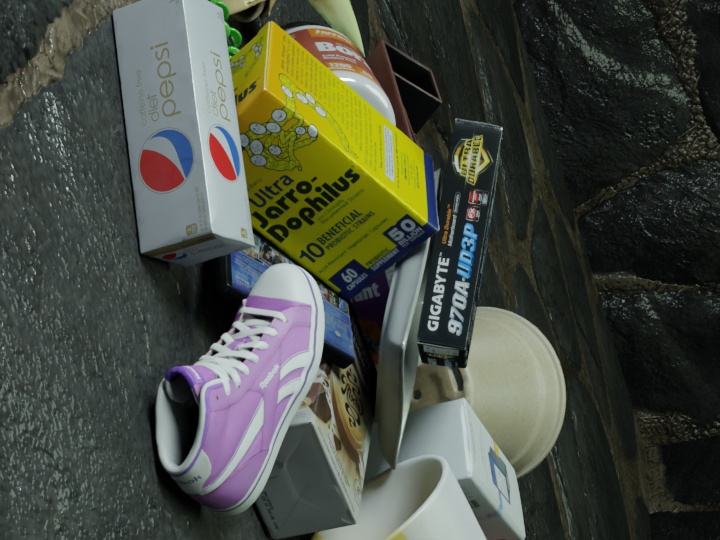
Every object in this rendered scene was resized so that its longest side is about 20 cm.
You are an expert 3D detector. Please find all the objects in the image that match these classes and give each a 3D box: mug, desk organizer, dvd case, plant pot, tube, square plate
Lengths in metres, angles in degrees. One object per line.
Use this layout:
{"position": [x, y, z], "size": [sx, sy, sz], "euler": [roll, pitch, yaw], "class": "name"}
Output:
{"position": [0.040, 0.278, 1.383], "size": [0.153, 0.186, 0.149], "euler": [55, 1, -13], "class": "mug"}
{"position": [0.036, -0.133, 1.514], "size": [0.072, 0.077, 0.200], "euler": [28, 27, -25], "class": "desk organizer"}
{"position": [-0.069, -0.021, 1.338], "size": [0.143, 0.018, 0.200], "euler": [32, 33, -32], "class": "dvd case"}
{"position": [0.095, 0.135, 1.687], "size": [0.183, 0.200, 0.201], "euler": [8, 70, -62], "class": "plant pot"}
{"position": [-0.041, -0.278, 1.483], "size": [0.200, 0.052, 0.058], "euler": [57, 39, -60], "class": "tube"}
{"position": [0.040, 0.043, 1.396], "size": [0.200, 0.028, 0.199], "euler": [93, 8, -53], "class": "square plate"}

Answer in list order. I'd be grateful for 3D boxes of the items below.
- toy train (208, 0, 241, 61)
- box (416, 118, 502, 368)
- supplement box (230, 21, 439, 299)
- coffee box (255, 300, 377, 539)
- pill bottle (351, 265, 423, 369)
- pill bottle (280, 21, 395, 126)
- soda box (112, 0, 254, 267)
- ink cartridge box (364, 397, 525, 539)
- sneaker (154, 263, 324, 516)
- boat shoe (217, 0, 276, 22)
{"position": [-0.130, -0.190, 1.333], "size": [0.042, 0.056, 0.200], "euler": [-97, 167, -48], "class": "toy train"}
{"position": [0.090, -0.019, 1.412], "size": [0.159, 0.046, 0.201], "euler": [68, 32, -81], "class": "box"}
{"position": [-0.042, -0.090, 1.319], "size": [0.200, 0.109, 0.110], "euler": [38, 29, -26], "class": "supplement box"}
{"position": [-0.044, 0.117, 1.351], "size": [0.200, 0.080, 0.113], "euler": [-79, 152, -56], "class": "coffee box"}
{"position": [0.000, 0.000, 1.549], "size": [0.111, 0.111, 0.201], "euler": [-41, 117, -73], "class": "pill bottle"}
{"position": [-0.040, -0.163, 1.471], "size": [0.200, 0.112, 0.112], "euler": [-115, -177, -61], "class": "pill bottle"}
{"position": [-0.136, -0.109, 1.209], "size": [0.064, 0.068, 0.201], "euler": [17, 61, -62], "class": "soda box"}
{"position": [0.066, 0.214, 1.551], "size": [0.200, 0.145, 0.088], "euler": [54, 26, -54], "class": "ink cartridge box"}
{"position": [-0.091, 0.070, 1.163], "size": [0.114, 0.072, 0.201], "euler": [47, 52, -52], "class": "sneaker"}
{"position": [-0.111, -0.263, 1.457], "size": [0.200, 0.074, 0.067], "euler": [-32, 121, -72], "class": "boat shoe"}
